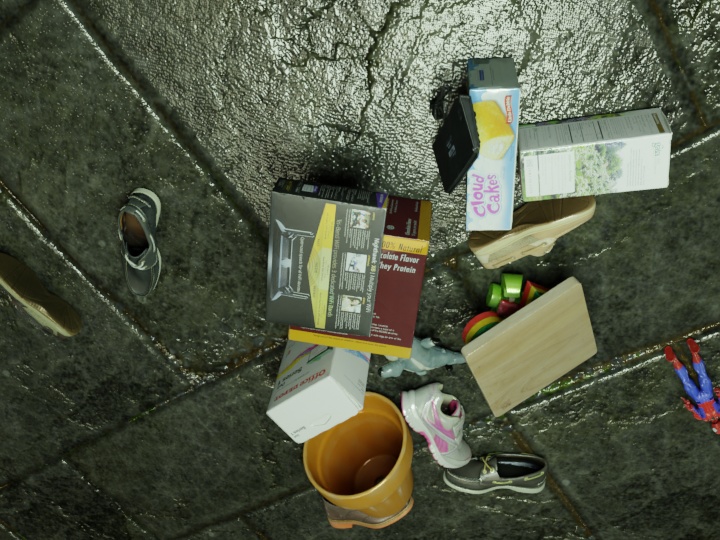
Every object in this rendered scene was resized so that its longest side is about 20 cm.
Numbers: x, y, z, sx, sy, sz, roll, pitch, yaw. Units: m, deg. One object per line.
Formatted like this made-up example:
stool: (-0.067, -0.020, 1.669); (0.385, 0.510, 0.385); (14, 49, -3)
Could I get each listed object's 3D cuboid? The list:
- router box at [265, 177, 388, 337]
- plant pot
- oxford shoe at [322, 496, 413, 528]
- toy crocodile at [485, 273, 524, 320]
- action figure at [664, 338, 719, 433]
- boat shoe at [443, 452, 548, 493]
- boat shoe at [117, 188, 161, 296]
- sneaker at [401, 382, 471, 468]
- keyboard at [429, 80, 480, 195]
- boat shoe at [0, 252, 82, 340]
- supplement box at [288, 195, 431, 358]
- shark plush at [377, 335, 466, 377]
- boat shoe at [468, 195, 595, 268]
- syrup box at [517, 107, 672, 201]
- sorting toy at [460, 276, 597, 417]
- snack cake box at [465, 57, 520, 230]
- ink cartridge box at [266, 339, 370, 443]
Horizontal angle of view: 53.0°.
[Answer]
router box: (-0.049, -0.015, 0.997); (0.153, 0.053, 0.204); (9, 119, 2)
plant pot: (0.017, 0.360, 1.335); (0.195, 0.204, 0.185); (-12, 138, 16)
oxford shoe: (0.011, 0.477, 1.476); (0.196, 0.072, 0.074); (-16, 116, 19)
toy crocodile: (0.227, 0.086, 1.182); (0.066, 0.062, 0.203); (15, 125, -1)
action figure: (0.574, 0.206, 1.219); (0.064, 0.052, 0.201); (-27, 118, 20)
boat shoe: (0.256, 0.377, 1.370); (0.195, 0.073, 0.062); (1, 128, -2)
boat shoe: (-0.371, -0.034, 1.194); (0.070, 0.068, 0.203); (12, 126, -2)
sneaker: (0.156, 0.282, 1.314); (0.087, 0.082, 0.201); (-28, 121, 20)
keyboard: (0.122, -0.184, 0.960); (0.020, 0.200, 0.130); (-14, 83, -7)
boat shoe: (-0.591, 0.055, 1.284); (0.064, 0.074, 0.201); (-31, 114, 21)
supplement box: (0.000, 0.000, 1.107); (0.192, 0.134, 0.204); (8, 120, 3)
shark plush: (0.108, 0.142, 1.219); (0.196, 0.092, 0.084); (22, 136, -11)
boat shoe: (0.261, -0.060, 1.079); (0.197, 0.072, 0.065); (-20, 126, 30)
syrup box: (0.317, -0.158, 0.991); (0.195, 0.082, 0.080); (-6, 125, 12)
sorting toy: (0.256, 0.107, 1.127); (0.198, 0.070, 0.200); (-32, 137, 1)
snack cake box: (0.176, -0.171, 0.984); (0.065, 0.116, 0.204); (0, 123, 6)
ink cartridge box: (-0.062, 0.162, 1.194); (0.143, 0.202, 0.084); (-32, 115, 26)
